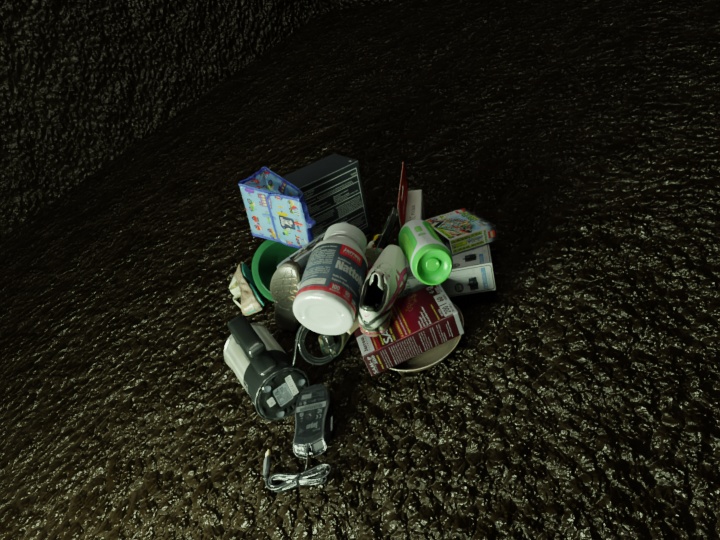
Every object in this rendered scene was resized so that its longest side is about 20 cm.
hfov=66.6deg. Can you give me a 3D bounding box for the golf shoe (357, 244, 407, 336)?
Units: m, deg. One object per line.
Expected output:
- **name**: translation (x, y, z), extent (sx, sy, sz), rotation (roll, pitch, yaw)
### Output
- **golf shoe**: translation (0.047, 0.023, 1.050), extent (0.071, 0.093, 0.202), rotation (10, 54, 12)

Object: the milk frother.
- **milk frother**: translation (-0.160, 0.164, 1.125), extent (0.197, 0.183, 0.188), rotation (-17, 32, -28)

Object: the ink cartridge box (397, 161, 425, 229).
- **ink cartridge box**: translation (0.124, -0.133, 1.300), extent (0.043, 0.176, 0.202), rotation (-2, 41, 11)

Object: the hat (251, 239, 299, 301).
- **hat**: translation (-0.188, 0.000, 1.447), extent (0.164, 0.176, 0.202), rotation (-29, 77, 1)

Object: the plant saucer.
- **plant saucer**: translation (0.114, 0.130, 1.107), extent (0.197, 0.032, 0.202), rotation (-16, 38, 13)

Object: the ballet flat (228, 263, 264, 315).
- **ballet flat**: translation (-0.304, 0.048, 1.420), extent (0.067, 0.068, 0.200), rotation (-34, 35, -2)

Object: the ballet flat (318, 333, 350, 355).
- **ballet flat**: translation (-0.030, 0.100, 1.200), extent (0.066, 0.063, 0.201), rotation (2, 44, 31)

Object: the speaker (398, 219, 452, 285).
- **speaker**: translation (0.129, -0.041, 1.112), extent (0.087, 0.090, 0.200), rotation (-22, 21, 3)

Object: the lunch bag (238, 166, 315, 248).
- **lunch bag**: translation (-0.180, -0.138, 1.310), extent (0.198, 0.152, 0.094), rotation (24, 48, 33)

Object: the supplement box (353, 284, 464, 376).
- **supplement box**: translation (0.089, 0.111, 1.069), extent (0.197, 0.061, 0.109), rotation (-26, 36, 0)

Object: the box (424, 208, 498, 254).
- **box**: translation (0.224, -0.093, 1.255), extent (0.108, 0.035, 0.200), rotation (-18, 19, -5)

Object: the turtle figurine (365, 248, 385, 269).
- **turtle figurine**: translation (0.000, 0.000, 1.237), extent (0.198, 0.102, 0.149), rotation (-24, 28, -31)

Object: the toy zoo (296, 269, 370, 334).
- **toy zoo**: translation (-0.041, 0.033, 1.136), extent (0.131, 0.021, 0.199), rotation (-38, 52, -21)

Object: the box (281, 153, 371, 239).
- **box**: translation (-0.094, -0.169, 1.425), extent (0.198, 0.201, 0.123), rotation (-29, 35, -26)

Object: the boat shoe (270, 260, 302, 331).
- **boat shoe**: translation (-0.156, 0.047, 1.230), extent (0.073, 0.202, 0.074), rotation (21, 44, 10)

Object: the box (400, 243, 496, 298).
- **box**: translation (0.181, 0.007, 1.162), extent (0.196, 0.061, 0.117), rotation (-10, 21, 15)

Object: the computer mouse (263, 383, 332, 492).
- **computer mouse**: translation (-0.110, 0.313, 1.008), extent (0.138, 0.046, 0.202), rotation (-20, 42, 14)

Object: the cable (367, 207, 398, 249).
- **cable**: translation (0.042, -0.072, 1.293), extent (0.050, 0.201, 0.098), rotation (23, 62, 4)

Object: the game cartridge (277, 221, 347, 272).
- **game cartridge**: translation (-0.092, -0.012, 1.310), extent (0.199, 0.134, 0.041), rotation (-34, 37, -14)

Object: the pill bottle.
- **pill bottle**: translation (-0.049, 0.010, 1.061), extent (0.118, 0.120, 0.202), rotation (-6, 47, 23)
